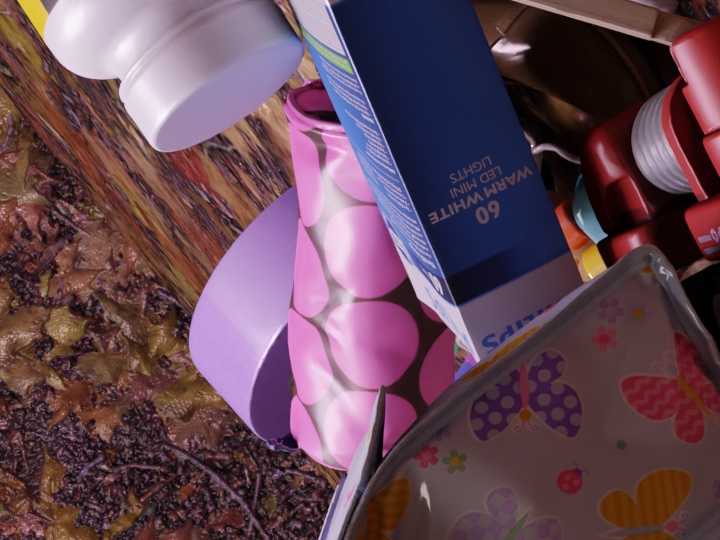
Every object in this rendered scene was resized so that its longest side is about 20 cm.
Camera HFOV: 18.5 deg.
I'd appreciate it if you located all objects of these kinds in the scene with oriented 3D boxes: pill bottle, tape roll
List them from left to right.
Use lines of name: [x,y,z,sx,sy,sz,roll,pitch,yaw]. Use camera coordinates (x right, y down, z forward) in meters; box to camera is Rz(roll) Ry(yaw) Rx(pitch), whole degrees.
pill bottle: [-0.112,-0.157,0.992,0.200,0.111,0.111,55,170,11]
tape roll: [-0.012,0.017,1.411,0.066,0.200,0.200,46,169,25]

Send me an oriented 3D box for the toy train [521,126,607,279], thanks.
toy train: [0.109,0.029,1.050,0.056,0.150,0.201,-69,-26,-57]

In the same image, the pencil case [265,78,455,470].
pencil case: [0.000,0.000,1.083,0.094,0.090,0.201,-134,40,-52]

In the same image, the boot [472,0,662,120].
boot: [0.067,-0.101,1.034,0.200,0.075,0.074,37,161,48]

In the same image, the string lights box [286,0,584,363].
string lights box: [0.025,-0.068,0.945,0.200,0.059,0.103,66,173,-23]

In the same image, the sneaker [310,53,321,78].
sneaker: [0.006,-0.149,1.160,0.201,0.082,0.078,64,-169,7]

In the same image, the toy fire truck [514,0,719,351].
toy fire truck: [0.122,-0.054,0.882,0.201,0.128,0.176,63,170,-1]

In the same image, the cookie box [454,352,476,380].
cookie box: [0.141,0.136,1.230,0.171,0.075,0.200,25,165,28]

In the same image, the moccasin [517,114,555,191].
moccasin: [0.025,-0.089,1.216,0.200,0.080,0.068,42,178,37]

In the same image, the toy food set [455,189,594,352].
toy food set: [0.079,0.006,1.172,0.199,0.049,0.198,5,161,18]

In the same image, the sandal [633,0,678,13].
sandal: [0.051,-0.177,0.911,0.206,0.059,0.079,31,-173,-2]

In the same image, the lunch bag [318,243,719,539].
lunch bag: [0.053,0.097,0.865,0.127,0.200,0.170,51,171,9]
